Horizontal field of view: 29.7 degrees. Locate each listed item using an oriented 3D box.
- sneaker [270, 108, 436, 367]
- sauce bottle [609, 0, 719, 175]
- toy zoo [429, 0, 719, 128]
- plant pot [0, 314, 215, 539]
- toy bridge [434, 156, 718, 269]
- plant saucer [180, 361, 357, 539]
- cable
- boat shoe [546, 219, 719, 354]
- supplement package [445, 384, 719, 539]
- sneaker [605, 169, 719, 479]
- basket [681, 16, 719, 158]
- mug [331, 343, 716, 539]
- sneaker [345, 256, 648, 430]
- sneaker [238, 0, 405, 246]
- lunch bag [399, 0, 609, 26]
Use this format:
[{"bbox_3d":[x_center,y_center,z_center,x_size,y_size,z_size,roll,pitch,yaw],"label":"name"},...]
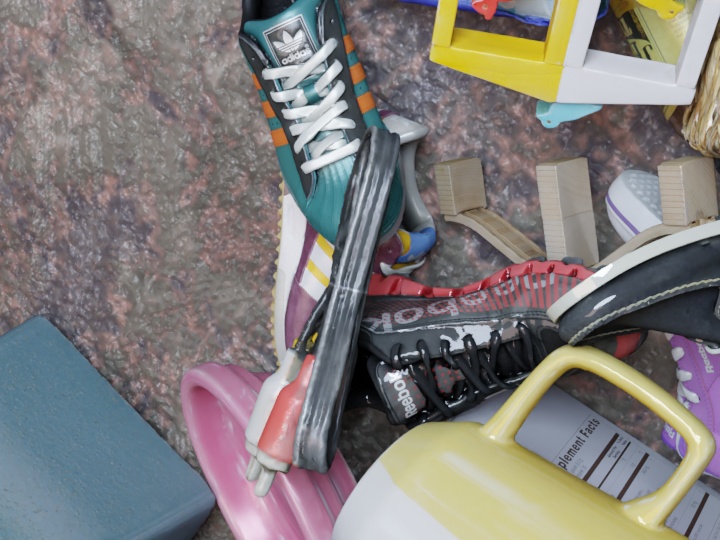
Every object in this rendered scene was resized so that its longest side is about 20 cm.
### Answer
[{"bbox_3d":[0.000,0.000,0.837,0.090,0.075,0.200,9,110,29],"label":"sneaker"},{"bbox_3d":[0.181,-0.115,0.721,0.065,0.065,0.200,-26,91,29],"label":"sauce bottle"},{"bbox_3d":[0.105,-0.146,0.618,0.131,0.020,0.200,10,134,1],"label":"toy zoo"},{"bbox_3d":[-0.262,0.187,0.933,0.196,0.200,0.196,43,123,14],"label":"plant pot"},{"bbox_3d":[0.116,-0.028,0.747,0.200,0.027,0.067,7,108,54],"label":"toy bridge"},{"bbox_3d":[-0.047,0.144,0.869,0.201,0.051,0.201,50,156,32],"label":"plant saucer"},{"bbox_3d":[-0.022,0.023,0.700,0.050,0.097,0.200,11,99,-3],"label":"cable"},{"bbox_3d":[0.189,0.011,0.665,0.072,0.200,0.068,120,137,-63],"label":"boat shoe"},{"bbox_3d":[0.127,0.168,0.798,0.200,0.120,0.121,33,116,14],"label":"supplement package"},{"bbox_3d":[0.188,0.044,0.762,0.200,0.073,0.114,48,122,6],"label":"sneaker"},{"bbox_3d":[0.245,-0.134,0.609,0.149,0.143,0.200,14,98,5],"label":"basket"},{"bbox_3d":[0.080,0.142,0.686,0.153,0.187,0.149,37,160,22],"label":"mug"},{"bbox_3d":[0.058,0.044,0.739,0.200,0.098,0.071,-5,123,32],"label":"sneaker"},{"bbox_3d":[-0.032,-0.107,0.773,0.071,0.080,0.200,-23,66,9],"label":"sneaker"},{"bbox_3d":[0.057,-0.232,0.692,0.170,0.127,0.200,21,119,47],"label":"lunch bag"}]
